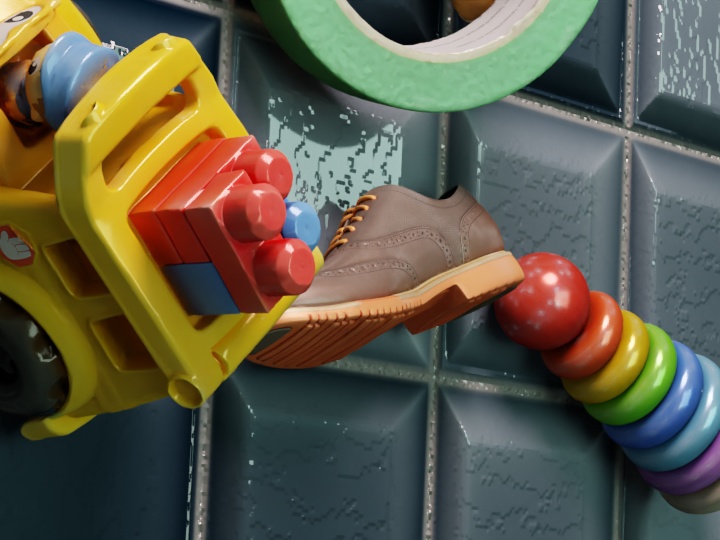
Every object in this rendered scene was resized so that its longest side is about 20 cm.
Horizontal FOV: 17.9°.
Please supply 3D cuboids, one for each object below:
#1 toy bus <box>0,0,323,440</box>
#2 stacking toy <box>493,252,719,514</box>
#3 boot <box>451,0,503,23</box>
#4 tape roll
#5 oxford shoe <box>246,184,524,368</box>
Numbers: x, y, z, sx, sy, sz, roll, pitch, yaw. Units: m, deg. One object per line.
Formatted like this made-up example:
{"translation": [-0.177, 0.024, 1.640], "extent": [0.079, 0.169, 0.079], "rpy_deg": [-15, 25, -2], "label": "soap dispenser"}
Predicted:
{"translation": [-0.105, -0.037, 0.965], "extent": [0.136, 0.191, 0.201], "rpy_deg": [-48, 118, -36], "label": "toy bus"}
{"translation": [0.149, 0.059, 1.310], "extent": [0.200, 0.085, 0.086], "rpy_deg": [37, 60, -32], "label": "stacking toy"}
{"translation": [0.016, -0.236, 1.212], "extent": [0.143, 0.071, 0.202], "rpy_deg": [2, 87, -37], "label": "boot"}
{"translation": [0.035, -0.183, 1.170], "extent": [0.199, 0.048, 0.202], "rpy_deg": [-4, 101, -23], "label": "tape roll"}
{"translation": [0.000, 0.000, 1.173], "extent": [0.200, 0.071, 0.073], "rpy_deg": [-14, 76, -51], "label": "oxford shoe"}
